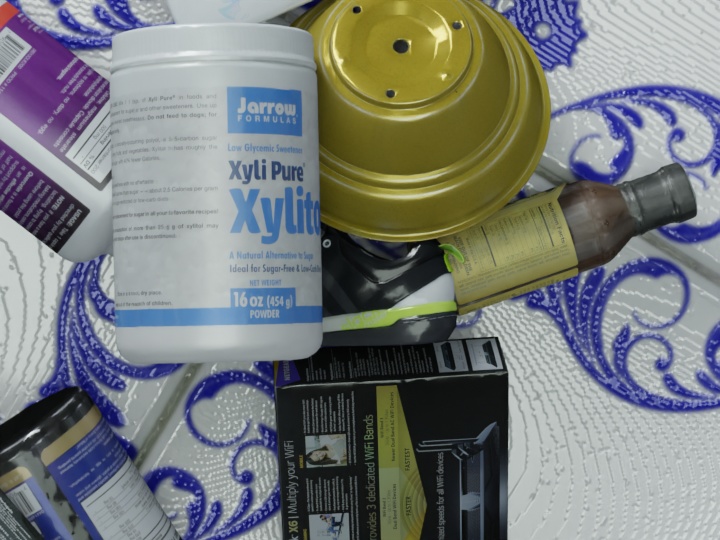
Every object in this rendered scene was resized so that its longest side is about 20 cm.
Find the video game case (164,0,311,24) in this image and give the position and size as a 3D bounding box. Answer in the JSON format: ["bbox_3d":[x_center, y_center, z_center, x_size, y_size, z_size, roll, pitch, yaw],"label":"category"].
[{"bbox_3d":[-0.068,-0.266,1.233,0.181,0.024,0.201,-23,107,1],"label":"video game case"}]

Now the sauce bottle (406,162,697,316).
[{"bbox_3d":[0.133,-0.023,1.332,0.199,0.065,0.065,-18,99,-3],"label":"sauce bottle"}]

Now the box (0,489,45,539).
[{"bbox_3d":[-0.326,0.160,1.263,0.200,0.086,0.164,48,135,-2],"label":"box"}]

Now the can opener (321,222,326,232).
[{"bbox_3d":[0.000,0.000,1.331,0.200,0.053,0.067,41,94,-9],"label":"can opener"}]

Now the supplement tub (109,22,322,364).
[{"bbox_3d":[-0.089,-0.045,1.191,0.131,0.132,0.201,-2,90,-4],"label":"supplement tub"}]

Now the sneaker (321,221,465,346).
[{"bbox_3d":[-0.028,0.009,1.282,0.199,0.072,0.083,-2,90,10],"label":"sneaker"}]

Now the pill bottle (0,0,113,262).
[{"bbox_3d":[-0.203,-0.083,1.275,0.200,0.112,0.113,38,94,-8],"label":"pill bottle"}]

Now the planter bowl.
[{"bbox_3d":[0.026,-0.126,1.251,0.199,0.084,0.201,-1,64,1],"label":"planter bowl"}]

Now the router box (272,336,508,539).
[{"bbox_3d":[0.022,0.148,1.326,0.156,0.052,0.201,-3,117,-4],"label":"router box"}]

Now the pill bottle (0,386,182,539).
[{"bbox_3d":[-0.183,0.190,1.316,0.111,0.112,0.201,-31,99,1],"label":"pill bottle"}]
